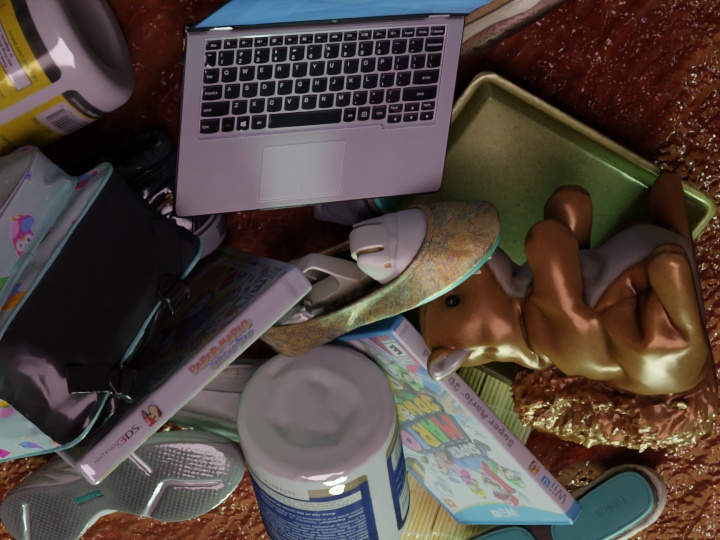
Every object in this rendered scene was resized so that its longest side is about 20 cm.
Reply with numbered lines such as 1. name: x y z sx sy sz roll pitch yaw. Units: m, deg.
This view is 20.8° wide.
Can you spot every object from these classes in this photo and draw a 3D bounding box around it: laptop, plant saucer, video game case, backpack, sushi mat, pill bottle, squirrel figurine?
1. laptop: -0.002 -0.105 1.163 0.186 0.116 0.201 -6 121 -23
2. plant saucer: 0.109 -0.028 1.359 0.199 0.048 0.200 27 117 -18
3. video game case: 0.051 0.111 1.395 0.200 0.018 0.143 47 152 -19
4. backpack: -0.218 0.029 1.220 0.153 0.176 0.200 35 148 -16
5. video game case: -0.133 0.054 1.275 0.182 0.200 0.023 -43 108 -12
6. sushi mat: 0.075 0.135 1.478 0.095 0.012 0.201 13 120 -8
7. pill bottle: -0.022 0.148 1.401 0.110 0.111 0.200 -6 145 2
8. pill bottle: -0.255 -0.115 1.253 0.199 0.113 0.113 -26 119 13
9. squirrel figurine: 0.137 0.047 1.302 0.186 0.142 0.201 -10 119 12

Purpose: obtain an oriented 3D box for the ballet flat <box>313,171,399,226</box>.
1. ballet flat: -0.031 -0.121 1.278 0.073 0.073 0.201 -14 108 6

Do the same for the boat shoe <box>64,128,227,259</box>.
1. boat shoe: -0.198 -0.023 1.343 0.199 0.071 0.091 -26 115 8

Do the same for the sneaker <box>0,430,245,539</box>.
1. sneaker: -0.168 0.141 1.417 0.199 0.080 0.071 -14 115 26

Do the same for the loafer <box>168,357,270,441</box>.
1. loafer: -0.160 0.068 1.404 0.199 0.070 0.070 15 84 -12

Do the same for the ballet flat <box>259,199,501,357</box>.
1. ballet flat: 0.000 0.000 1.280 0.199 0.071 0.071 -27 121 35

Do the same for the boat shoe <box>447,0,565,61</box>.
1. boat shoe: 0.116 -0.207 1.247 0.199 0.072 0.076 -31 92 16

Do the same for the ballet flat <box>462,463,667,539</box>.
1. ballet flat: 0.147 0.212 1.496 0.199 0.062 0.068 -27 75 11
